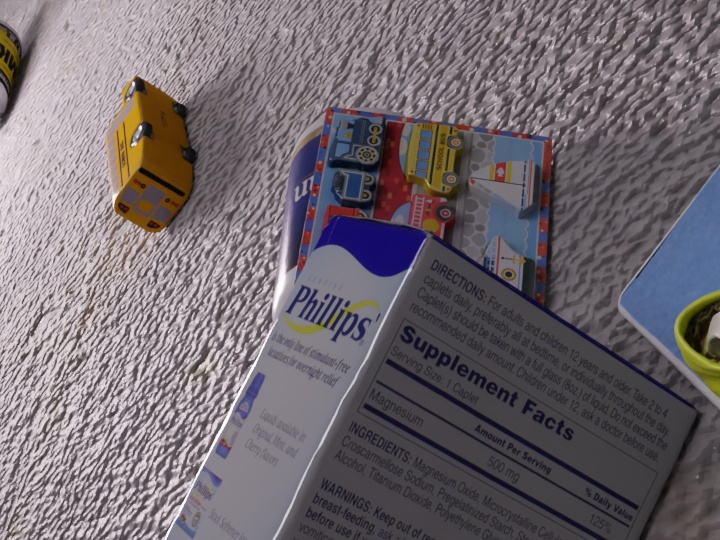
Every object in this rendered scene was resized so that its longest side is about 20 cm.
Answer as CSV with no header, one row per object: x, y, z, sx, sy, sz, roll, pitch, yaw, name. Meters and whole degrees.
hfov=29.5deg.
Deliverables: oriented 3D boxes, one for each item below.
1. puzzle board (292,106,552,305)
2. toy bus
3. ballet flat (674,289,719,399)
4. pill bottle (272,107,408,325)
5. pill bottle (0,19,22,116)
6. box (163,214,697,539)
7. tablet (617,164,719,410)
0.039,-0.016,0.826,0.017,0.148,0.202,94,-176,-55,puzzle board
-0.224,-0.127,1.439,0.079,0.065,0.201,-51,29,19,toy bus
0.208,0.023,0.547,0.199,0.067,0.068,-14,50,53,ballet flat
0.000,0.000,0.894,0.111,0.110,0.202,-36,36,37,pill bottle
-0.621,-0.311,2.223,0.114,0.114,0.202,-39,35,33,pill bottle
0.032,0.106,0.663,0.202,0.183,0.105,-62,26,-6,box
0.206,0.010,0.648,0.131,0.014,0.200,-54,29,10,tablet
